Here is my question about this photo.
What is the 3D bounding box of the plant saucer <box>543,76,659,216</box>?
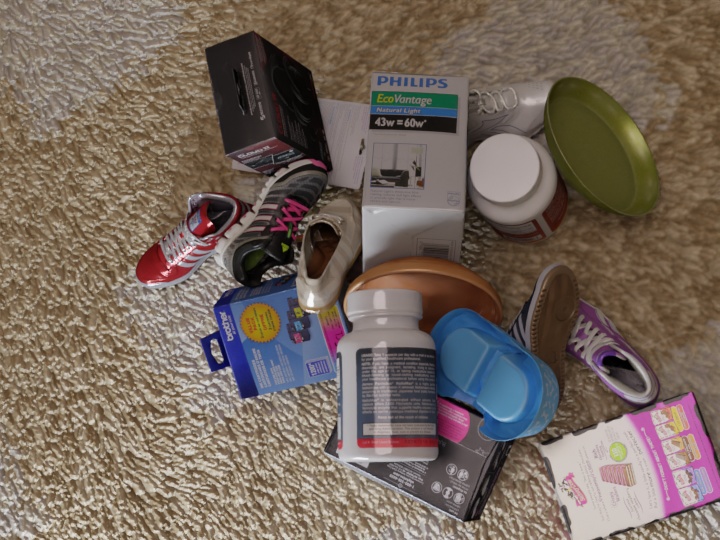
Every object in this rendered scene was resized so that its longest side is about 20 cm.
[{"bbox_3d":[0.295,-0.149,1.707,0.031,0.200,0.200,-35,70,40],"label":"plant saucer"}]

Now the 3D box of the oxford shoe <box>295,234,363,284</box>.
[{"bbox_3d":[0.000,0.000,1.807,0.200,0.071,0.073,17,90,17],"label":"oxford shoe"}]

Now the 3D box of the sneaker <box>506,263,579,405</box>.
[{"bbox_3d":[0.207,0.072,1.694,0.108,0.070,0.200,38,130,52],"label":"sneaker"}]

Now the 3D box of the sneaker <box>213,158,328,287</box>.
[{"bbox_3d":[-0.105,-0.054,1.771,0.200,0.074,0.087,-46,47,15],"label":"sneaker"}]

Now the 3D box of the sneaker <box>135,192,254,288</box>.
[{"bbox_3d":[-0.234,-0.044,1.853,0.200,0.112,0.071,-29,74,8],"label":"sneaker"}]

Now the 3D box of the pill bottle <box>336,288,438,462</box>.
[{"bbox_3d":[0.032,0.126,1.626,0.119,0.120,0.200,-3,82,14],"label":"pill bottle"}]

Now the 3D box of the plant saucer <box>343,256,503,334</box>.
[{"bbox_3d":[0.079,0.039,1.719,0.200,0.200,0.038,-3,57,14],"label":"plant saucer"}]

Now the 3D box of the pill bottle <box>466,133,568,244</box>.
[{"bbox_3d":[0.194,-0.105,1.704,0.112,0.200,0.112,-3,79,14],"label":"pill bottle"}]

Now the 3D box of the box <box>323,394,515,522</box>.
[{"bbox_3d":[0.078,0.217,1.722,0.200,0.115,0.132,24,89,18],"label":"box"}]

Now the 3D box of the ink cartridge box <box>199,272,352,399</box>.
[{"bbox_3d":[-0.106,0.083,1.792,0.200,0.076,0.137,-14,104,14],"label":"ink cartridge box"}]

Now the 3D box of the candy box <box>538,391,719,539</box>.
[{"bbox_3d":[0.336,0.245,1.676,0.200,0.061,0.137,-20,76,10],"label":"candy box"}]

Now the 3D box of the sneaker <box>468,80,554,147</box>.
[{"bbox_3d":[0.164,-0.205,1.789,0.200,0.087,0.075,-17,69,10],"label":"sneaker"}]

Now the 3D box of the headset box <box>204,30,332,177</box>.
[{"bbox_3d":[-0.120,-0.208,1.759,0.077,0.200,0.149,-17,75,18],"label":"headset box"}]

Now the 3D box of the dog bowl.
[{"bbox_3d":[0.160,0.127,1.643,0.200,0.050,0.112,40,108,44],"label":"dog bowl"}]

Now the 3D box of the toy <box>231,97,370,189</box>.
[{"bbox_3d":[-0.072,-0.178,1.869,0.200,0.047,0.115,11,87,21],"label":"toy"}]

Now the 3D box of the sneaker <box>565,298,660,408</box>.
[{"bbox_3d":[0.289,0.087,1.690,0.200,0.114,0.073,40,93,19],"label":"sneaker"}]

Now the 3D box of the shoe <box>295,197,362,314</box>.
[{"bbox_3d":[-0.038,-0.032,1.730,0.070,0.053,0.200,-1,42,14],"label":"shoe"}]

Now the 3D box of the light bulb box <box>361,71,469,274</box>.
[{"bbox_3d":[0.068,-0.109,1.705,0.125,0.198,0.200,4,61,2],"label":"light bulb box"}]
